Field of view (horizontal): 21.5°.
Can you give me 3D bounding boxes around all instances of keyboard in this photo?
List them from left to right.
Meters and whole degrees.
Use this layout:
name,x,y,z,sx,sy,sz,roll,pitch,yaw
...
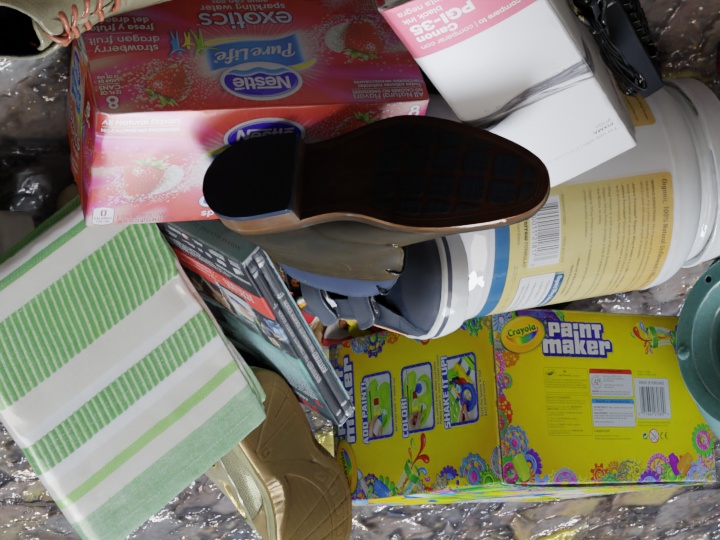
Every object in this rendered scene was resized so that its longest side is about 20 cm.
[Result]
name,x,y,z,sx,sy,sz,roll,pitch,yaw
keyboard,0.140,-0.165,1.094,0.021,0.127,0.200,-17,146,19

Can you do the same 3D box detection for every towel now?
name,x,y,z,sx,sy,sz,roll,pitch,yaw
towel,-0.157,0.058,1.178,0.152,0.023,0.200,-39,119,-18

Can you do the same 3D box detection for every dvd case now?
name,x,y,z,sx,sy,sz,roll,pitch,yaw
dvd case,-0.089,0.017,1.245,0.022,0.146,0.200,-49,144,-18

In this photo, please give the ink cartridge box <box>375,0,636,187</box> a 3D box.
name,x,y,z,sx,sy,sz,roll,pitch,yaw
ink cartridge box,0.070,-0.154,1.065,0.083,0.147,0.200,-25,142,13

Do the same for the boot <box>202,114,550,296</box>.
name,x,y,z,sx,sy,sz,roll,pitch,yaw
boot,0.019,-0.033,1.080,0.199,0.075,0.097,2,153,21

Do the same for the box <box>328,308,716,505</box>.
name,x,y,z,sx,sy,sz,roll,pitch,yaw
box,0.113,0.102,1.362,0.199,0.122,0.192,4,168,-36

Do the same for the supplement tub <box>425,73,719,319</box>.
name,x,y,z,sx,sy,sz,roll,pitch,yaw
supplement tub,0.128,-0.051,1.218,0.199,0.145,0.145,-9,144,-18

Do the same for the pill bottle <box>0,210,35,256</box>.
name,x,y,z,sx,sy,sz,roll,pitch,yaw
pill bottle,-0.302,0.007,1.165,0.199,0.113,0.112,-2,142,-19

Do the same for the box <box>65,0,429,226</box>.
name,x,y,z,sx,sy,sz,roll,pitch,yaw
box,-0.071,-0.097,1.130,0.199,0.096,0.100,-3,141,-17

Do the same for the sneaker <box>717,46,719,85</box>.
name,x,y,z,sx,sy,sz,roll,pitch,yaw
sneaker,0.291,-0.144,1.220,0.088,0.082,0.200,-5,143,-12

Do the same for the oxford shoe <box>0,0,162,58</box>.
name,x,y,z,sx,sy,sz,roll,pitch,yaw
oxford shoe,-0.156,-0.148,1.035,0.199,0.075,0.071,-13,143,-4

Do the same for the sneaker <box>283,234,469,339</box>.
name,x,y,z,sx,sy,sz,roll,pitch,yaw
sneaker,0.000,0.000,1.179,0.079,0.200,0.079,-2,97,-20

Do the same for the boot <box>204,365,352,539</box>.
name,x,y,z,sx,sy,sz,roll,pitch,yaw
boot,-0.094,0.129,1.355,0.073,0.155,0.200,-45,132,-25

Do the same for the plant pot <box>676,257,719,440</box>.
name,x,y,z,sx,sy,sz,roll,pitch,yaw
plant pot,0.292,0.050,1.255,0.134,0.201,0.200,7,140,-47

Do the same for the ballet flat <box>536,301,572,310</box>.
name,x,y,z,sx,sy,sz,roll,pitch,yaw
ballet flat,0.161,-0.023,1.345,0.200,0.068,0.068,-38,130,27

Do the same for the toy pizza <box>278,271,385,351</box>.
name,x,y,z,sx,sy,sz,roll,pitch,yaw
toy pizza,-0.011,0.004,1.341,0.199,0.032,0.200,-10,143,-8

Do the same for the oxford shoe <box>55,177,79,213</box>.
name,x,y,z,sx,sy,sz,roll,pitch,yaw
oxford shoe,-0.187,0.018,1.242,0.075,0.070,0.200,-26,147,-24
